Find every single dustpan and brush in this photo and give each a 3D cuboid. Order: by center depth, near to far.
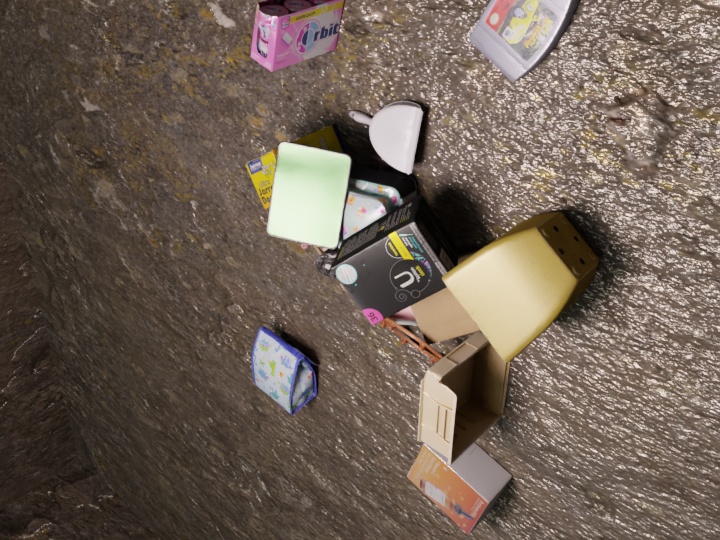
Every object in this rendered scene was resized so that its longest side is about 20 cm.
[{"bbox_3d":[0.046,-0.295,1.581,0.198,0.057,0.141,24,118,27],"label":"dustpan and brush"}]

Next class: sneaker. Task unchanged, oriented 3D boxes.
[{"bbox_3d":[0.127,0.067,1.694,0.198,0.075,0.106,12,120,38],"label":"sneaker"},{"bbox_3d":[0.000,0.000,1.711,0.198,0.091,0.067,25,122,0],"label":"sneaker"}]

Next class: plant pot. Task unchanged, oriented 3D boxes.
[{"bbox_3d":[0.309,0.006,1.388,0.196,0.194,0.200,52,131,8],"label":"plant pot"}]

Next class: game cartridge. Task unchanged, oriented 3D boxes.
[{"bbox_3d":[0.275,-0.419,1.274,0.133,0.041,0.201,44,138,11],"label":"game cartridge"}]

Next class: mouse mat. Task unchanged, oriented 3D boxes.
[{"bbox_3d":[-0.106,-0.153,1.572,0.159,0.008,0.203,13,107,8],"label":"mouse mat"}]

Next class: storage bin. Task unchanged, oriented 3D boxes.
[{"bbox_3d":[0.220,0.261,1.617,0.093,0.199,0.201,27,130,35],"label":"storage bin"}]

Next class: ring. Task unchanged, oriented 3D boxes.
[{"bbox_3d":[0.118,0.162,1.708,0.199,0.019,0.200,36,174,5],"label":"ring"}]

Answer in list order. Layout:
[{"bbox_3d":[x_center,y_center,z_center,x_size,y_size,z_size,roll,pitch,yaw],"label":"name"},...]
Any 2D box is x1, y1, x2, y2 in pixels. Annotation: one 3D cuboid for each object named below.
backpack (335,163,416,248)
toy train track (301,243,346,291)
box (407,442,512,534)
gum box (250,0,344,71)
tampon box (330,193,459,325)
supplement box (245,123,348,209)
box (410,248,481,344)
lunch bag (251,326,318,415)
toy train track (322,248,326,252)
[{"bbox_3d":[0.025,-0.103,1.631,0.174,0.153,0.202,14,127,27],"label":"backpack"},{"bbox_3d":[-0.088,-0.015,1.827,0.200,0.032,0.115,52,-178,-32],"label":"toy train track"},{"bbox_3d":[0.231,0.488,1.815,0.199,0.106,0.153,39,136,23],"label":"box"},{"bbox_3d":[-0.128,-0.481,1.520,0.066,0.199,0.114,37,137,23],"label":"gum box"},{"bbox_3d":[0.070,-0.019,1.497,0.199,0.127,0.150,-30,109,24],"label":"tampon box"},{"bbox_3d":[-0.131,-0.228,1.679,0.108,0.199,0.111,-14,103,49],"label":"supplement box"},{"bbox_3d":[0.197,0.056,1.590,0.198,0.021,0.165,-19,103,26],"label":"box"},{"bbox_3d":[-0.212,0.264,2.120,0.169,0.127,0.202,30,142,30],"label":"lunch bag"},{"bbox_3d":[-0.116,-0.117,1.804,0.201,0.032,0.115,62,153,27],"label":"toy train track"}]
